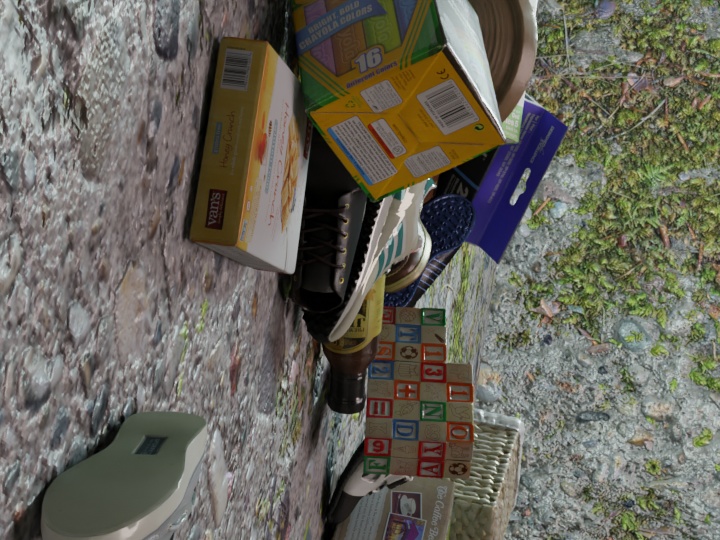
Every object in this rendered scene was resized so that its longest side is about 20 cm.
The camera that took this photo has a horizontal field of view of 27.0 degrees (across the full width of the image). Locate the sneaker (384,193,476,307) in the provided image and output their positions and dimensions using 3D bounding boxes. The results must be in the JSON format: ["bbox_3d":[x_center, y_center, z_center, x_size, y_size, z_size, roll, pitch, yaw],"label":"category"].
[{"bbox_3d":[0.065,-0.010,1.808,0.200,0.070,0.078,-48,175,-30],"label":"sneaker"}]

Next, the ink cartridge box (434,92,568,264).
[{"bbox_3d":[0.149,-0.143,1.868,0.200,0.043,0.199,47,-60,44],"label":"ink cartridge box"}]

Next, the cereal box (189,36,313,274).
[{"bbox_3d":[-0.074,-0.078,1.109,0.200,0.039,0.145,29,69,-80],"label":"cereal box"}]

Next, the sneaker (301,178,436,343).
[{"bbox_3d":[0.018,-0.017,1.437,0.093,0.070,0.201,26,82,-40],"label":"sneaker"}]

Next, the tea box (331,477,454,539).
[{"bbox_3d":[0.029,0.374,1.788,0.201,0.133,0.198,-72,171,-48],"label":"tea box"}]

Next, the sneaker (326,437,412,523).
[{"bbox_3d":[0.037,0.220,1.709,0.201,0.088,0.074,-55,-177,9],"label":"sneaker"}]

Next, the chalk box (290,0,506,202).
[{"bbox_3d":[0.024,-0.182,1.199,0.125,0.123,0.201,49,23,-44],"label":"chalk box"}]

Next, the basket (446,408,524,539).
[{"bbox_3d":[0.113,0.303,2.067,0.201,0.197,0.161,89,15,-45],"label":"basket"}]

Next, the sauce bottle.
[{"bbox_3d":[-0.008,0.051,1.535,0.065,0.064,0.201,-61,156,-65],"label":"sauce bottle"}]

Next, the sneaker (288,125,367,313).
[{"bbox_3d":[-0.028,-0.045,1.299,0.200,0.074,0.107,82,15,-62],"label":"sneaker"}]

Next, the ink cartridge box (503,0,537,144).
[{"bbox_3d":[0.128,-0.257,1.817,0.084,0.145,0.202,15,81,-41],"label":"ink cartridge box"}]

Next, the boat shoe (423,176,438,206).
[{"bbox_3d":[0.062,-0.107,1.801,0.200,0.071,0.068,77,21,-71],"label":"boat shoe"}]

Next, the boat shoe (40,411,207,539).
[{"bbox_3d":[-0.130,0.141,0.868,0.201,0.070,0.072,-54,147,-76],"label":"boat shoe"}]

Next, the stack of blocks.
[{"bbox_3d":[0.064,0.129,1.629,0.201,0.114,0.059,-87,180,-48],"label":"stack of blocks"}]

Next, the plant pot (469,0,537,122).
[{"bbox_3d":[0.099,-0.252,1.713,0.092,0.200,0.202,15,80,-41],"label":"plant pot"}]

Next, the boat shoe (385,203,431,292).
[{"bbox_3d":[0.031,-0.059,1.639,0.072,0.072,0.201,47,30,-31],"label":"boat shoe"}]
